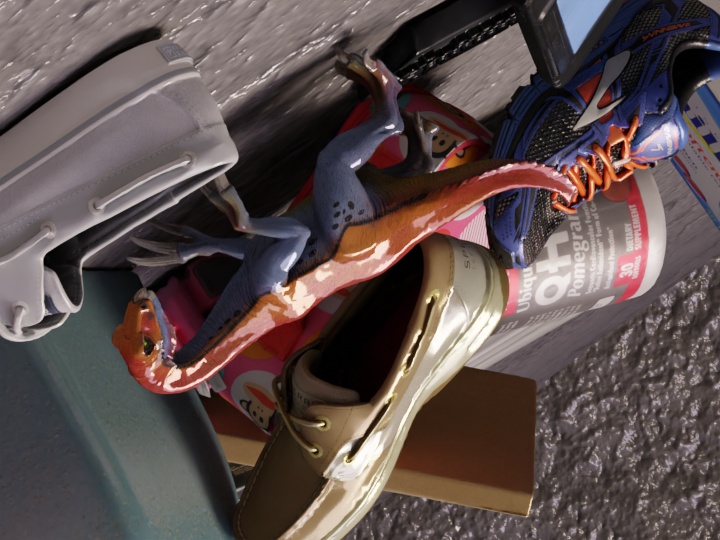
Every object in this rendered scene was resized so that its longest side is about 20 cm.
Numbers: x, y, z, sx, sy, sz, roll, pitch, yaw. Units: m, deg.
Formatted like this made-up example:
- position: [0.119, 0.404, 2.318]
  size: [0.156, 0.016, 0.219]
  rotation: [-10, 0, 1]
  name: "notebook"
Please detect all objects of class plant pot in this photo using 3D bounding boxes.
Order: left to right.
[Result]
- position: [-0.165, 0.136, 1.336]
  size: [0.196, 0.201, 0.196]
  rotation: [-36, 171, 12]
  name: "plant pot"

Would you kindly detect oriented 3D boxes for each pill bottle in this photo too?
- position: [0.081, -0.016, 1.657]
  size: [0.199, 0.111, 0.111]
  rotation: [-14, 164, -24]
  name: "pill bottle"

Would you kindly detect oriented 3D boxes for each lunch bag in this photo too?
- position: [0.000, 0.000, 1.418]
  size: [0.201, 0.082, 0.176]
  rotation: [-55, 161, 5]
  name: "lunch bag"

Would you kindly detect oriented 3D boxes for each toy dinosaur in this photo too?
- position: [-0.028, -0.011, 1.249]
  size: [0.182, 0.199, 0.105]
  rotation: [-64, 161, -14]
  name: "toy dinosaur"

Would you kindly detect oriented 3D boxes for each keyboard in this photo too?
- position: [0.095, -0.136, 1.356]
  size: [0.199, 0.040, 0.104]
  rotation: [-31, 172, -25]
  name: "keyboard"

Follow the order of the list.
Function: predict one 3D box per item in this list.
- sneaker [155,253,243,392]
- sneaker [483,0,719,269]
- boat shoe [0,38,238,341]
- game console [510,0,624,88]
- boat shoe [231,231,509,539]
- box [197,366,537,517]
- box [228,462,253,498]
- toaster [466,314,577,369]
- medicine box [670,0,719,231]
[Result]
- position: [-0.139, 0.066, 1.507]
  size: [0.199, 0.079, 0.095]
  rotation: [-30, -178, -16]
  name: "sneaker"
- position: [0.130, -0.078, 1.392]
  size: [0.200, 0.078, 0.075]
  rotation: [-53, 154, -21]
  name: "sneaker"
- position: [-0.135, -0.010, 1.076]
  size: [0.200, 0.069, 0.072]
  rotation: [-36, 171, 8]
  name: "boat shoe"
- position: [0.166, -0.150, 1.222]
  size: [0.176, 0.116, 0.200]
  rotation: [-56, 168, -2]
  name: "game console"
- position: [-0.009, 0.061, 1.333]
  size: [0.066, 0.074, 0.201]
  rotation: [26, 101, -46]
  name: "boat shoe"
- position: [0.004, 0.085, 1.554]
  size: [0.164, 0.199, 0.021]
  rotation: [-78, 180, -68]
  name: "box"
- position: [-0.099, 0.168, 1.577]
  size: [0.199, 0.046, 0.160]
  rotation: [-19, 142, -42]
  name: "box"
- position: [0.092, 0.003, 1.869]
  size: [0.129, 0.114, 0.200]
  rotation: [-34, 175, 27]
  name: "toaster"
- position: [0.261, -0.098, 1.694]
  size: [0.103, 0.183, 0.200]
  rotation: [-33, 171, -5]
  name: "medicine box"
